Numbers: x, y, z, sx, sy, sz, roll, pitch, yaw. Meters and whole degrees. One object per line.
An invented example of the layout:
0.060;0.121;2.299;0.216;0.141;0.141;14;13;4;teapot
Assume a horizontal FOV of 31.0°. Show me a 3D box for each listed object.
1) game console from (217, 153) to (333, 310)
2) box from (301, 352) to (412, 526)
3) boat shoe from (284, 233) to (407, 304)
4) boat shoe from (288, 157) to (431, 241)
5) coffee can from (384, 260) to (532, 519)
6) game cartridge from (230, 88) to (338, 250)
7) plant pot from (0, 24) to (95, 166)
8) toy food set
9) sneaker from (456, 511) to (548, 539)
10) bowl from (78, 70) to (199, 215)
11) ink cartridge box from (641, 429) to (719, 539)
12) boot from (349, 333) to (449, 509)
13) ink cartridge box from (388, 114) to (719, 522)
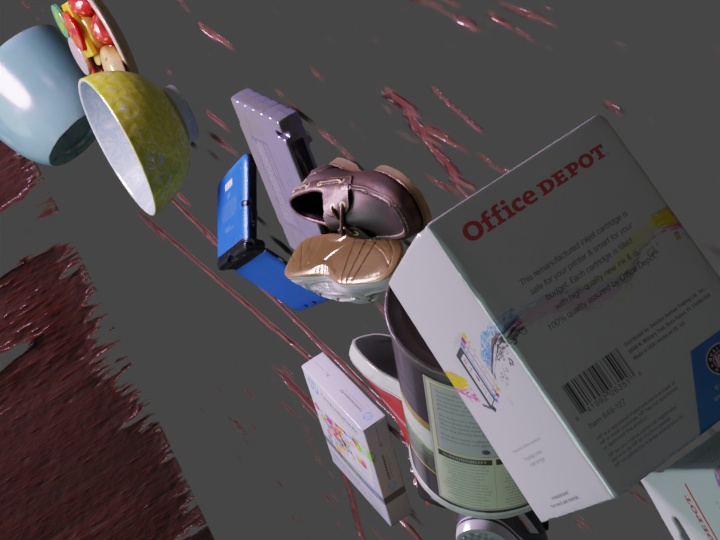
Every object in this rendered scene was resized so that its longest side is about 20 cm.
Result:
-0.110;-0.043;1.635;0.200;0.117;0.173;158;113;-72;game console
-0.003;0.228;1.746;0.156;0.041;0.202;42;155;44;box
0.000;0.000;1.329;0.069;0.071;0.199;39;162;-26;boat shoe
-0.004;-0.059;1.230;0.199;0.070;0.071;17;135;64;boat shoe
0.101;0.085;1.041;0.146;0.145;0.201;46;158;36;coffee can
-0.072;-0.097;1.420;0.130;0.038;0.202;40;155;56;game cartridge
-0.509;-0.269;2.107;0.161;0.200;0.201;44;161;8;plant pot
-0.379;-0.319;1.884;0.202;0.048;0.198;63;163;-14;toy food set
0.163;0.283;1.323;0.201;0.078;0.080;55;-147;-38;sneaker
-0.279;-0.186;1.720;0.201;0.107;0.201;50;160;25;bowl
0.270;0.157;0.818;0.116;0.067;0.200;60;162;-1;ink cartridge box
0.051;0.163;1.373;0.200;0.072;0.146;37;133;47;boot
0.138;0.035;0.853;0.201;0.146;0.145;57;163;8;ink cartridge box
